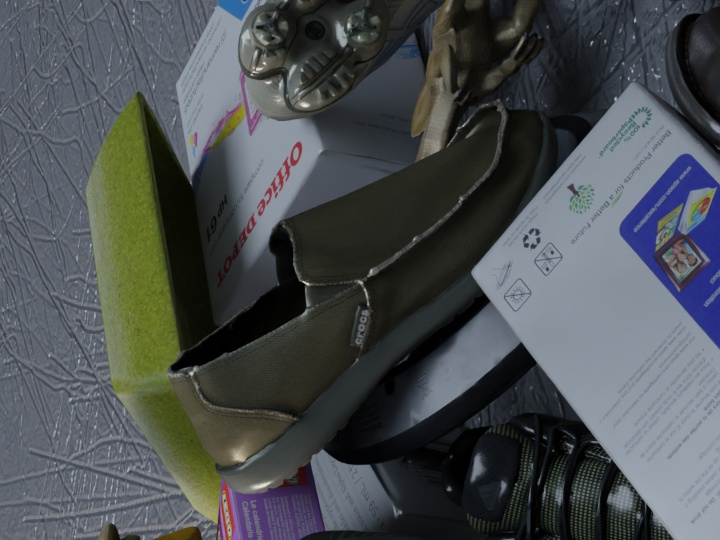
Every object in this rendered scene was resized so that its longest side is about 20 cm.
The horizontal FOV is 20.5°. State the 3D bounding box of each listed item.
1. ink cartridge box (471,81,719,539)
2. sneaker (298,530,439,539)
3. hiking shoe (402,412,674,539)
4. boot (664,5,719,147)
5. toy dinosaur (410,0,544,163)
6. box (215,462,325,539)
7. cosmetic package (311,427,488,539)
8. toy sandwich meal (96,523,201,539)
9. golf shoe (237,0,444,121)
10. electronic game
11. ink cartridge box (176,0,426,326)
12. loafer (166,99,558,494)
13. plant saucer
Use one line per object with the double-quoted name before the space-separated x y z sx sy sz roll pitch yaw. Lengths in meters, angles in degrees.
"ink cartridge box" 0.122 0.028 0.686 0.099 0.039 0.200 -49 43 15
"sneaker" 0.055 0.129 0.726 0.067 0.200 0.091 -58 -26 -27
"hiking shoe" 0.092 0.096 0.762 0.200 0.101 0.076 179 98 -65
"boot" 0.199 -0.094 0.677 0.174 0.069 0.200 -61 34 22
"toy dinosaur" 0.050 -0.108 0.908 0.101 0.058 0.200 -54 13 45
"box" -0.028 0.194 0.840 0.137 0.039 0.200 101 160 -53
"cosmetic package" -0.004 0.172 0.965 0.200 0.074 0.102 -67 28 22
"toy sandwich meal" -0.094 0.218 0.963 0.205 0.070 0.206 175 90 -86
"golf shoe" 0.013 -0.151 0.994 0.200 0.078 0.097 -42 -3 -14
"electronic game" 0.052 0.005 0.869 0.200 0.042 0.200 -41 17 16
"ink cartridge box" -0.031 -0.079 1.115 0.145 0.085 0.200 -57 34 38
"loafer" 0.000 0.000 0.807 0.200 0.070 0.075 -47 16 -7
"plant saucer" -0.100 0.038 1.105 0.200 0.048 0.200 66 -172 -53
